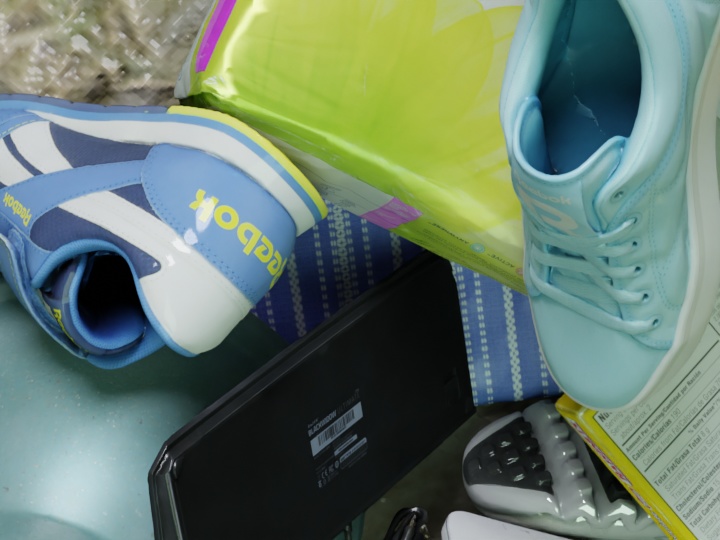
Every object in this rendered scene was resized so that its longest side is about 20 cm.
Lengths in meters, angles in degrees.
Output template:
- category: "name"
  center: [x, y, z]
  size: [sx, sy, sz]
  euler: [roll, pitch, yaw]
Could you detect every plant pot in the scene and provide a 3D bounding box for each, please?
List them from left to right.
- category: "plant pot"
  center: [-0.109, 0.115, 0.869]
  size: [0.200, 0.134, 0.201]
  euler: [6, 120, 10]

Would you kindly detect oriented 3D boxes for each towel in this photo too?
- category: "towel"
  center: [0.000, 0.000, 0.907]
  size: [0.199, 0.024, 0.145]
  euler: [-7, 117, 0]

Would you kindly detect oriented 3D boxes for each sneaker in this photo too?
- category: "sneaker"
  center: [-0.105, -0.013, 0.815]
  size: [0.074, 0.200, 0.082]
  euler: [42, 64, -36]
- category: "sneaker"
  center: [0.070, -0.031, 0.714]
  size: [0.074, 0.082, 0.200]
  euler: [23, 128, 32]
- category: "sneaker"
  center: [0.138, 0.099, 0.936]
  size: [0.199, 0.075, 0.081]
  euler: [3, 129, -10]

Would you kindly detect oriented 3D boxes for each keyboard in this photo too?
- category: "keyboard"
  center: [-0.012, 0.081, 0.843]
  size: [0.021, 0.200, 0.127]
  euler: [4, 114, 33]

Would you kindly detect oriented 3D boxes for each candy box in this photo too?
- category: "candy box"
  center: [0.173, 0.017, 0.876]
  size: [0.200, 0.026, 0.102]
  euler: [-46, 110, -12]

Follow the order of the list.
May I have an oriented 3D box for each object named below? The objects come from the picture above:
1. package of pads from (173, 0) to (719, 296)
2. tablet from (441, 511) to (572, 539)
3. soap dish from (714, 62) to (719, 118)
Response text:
- category: "package of pads"
  center: [0.048, -0.081, 0.814]
  size: [0.200, 0.068, 0.155]
  euler: [25, 83, -14]
- category: "tablet"
  center: [0.127, 0.163, 0.865]
  size: [0.200, 0.130, 0.014]
  euler: [15, 132, -21]
- category: "soap dish"
  center: [0.172, -0.104, 0.752]
  size: [0.200, 0.157, 0.081]
  euler: [44, 142, 10]
